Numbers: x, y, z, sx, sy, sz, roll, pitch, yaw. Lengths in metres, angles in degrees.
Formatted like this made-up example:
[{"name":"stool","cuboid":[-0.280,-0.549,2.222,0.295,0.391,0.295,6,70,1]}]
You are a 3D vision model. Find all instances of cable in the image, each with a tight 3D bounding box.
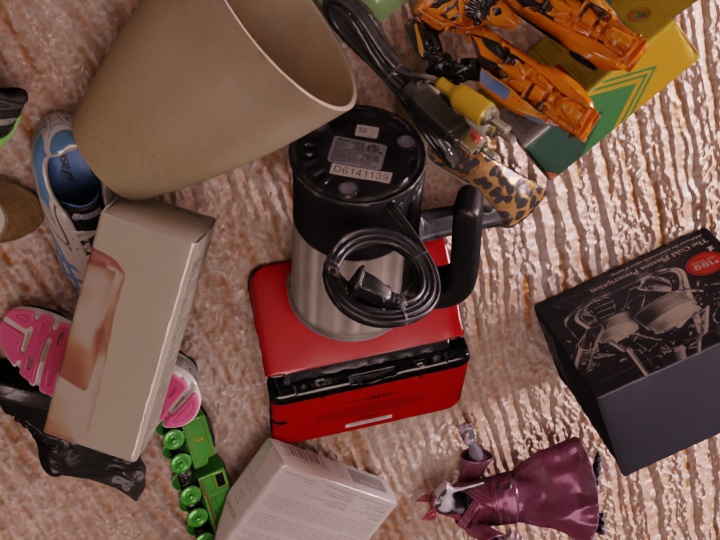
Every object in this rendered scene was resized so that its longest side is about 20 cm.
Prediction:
[{"name":"cable","cuboid":[0.048,-0.163,1.233,0.050,0.097,0.200,-40,79,-16]}]

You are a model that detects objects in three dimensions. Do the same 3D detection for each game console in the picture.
[{"name":"game console","cuboid":[-0.003,0.071,1.426,0.199,0.119,0.173,-11,151,-8]}]

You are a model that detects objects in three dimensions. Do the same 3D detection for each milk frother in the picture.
[{"name":"milk frother","cuboid":[0.000,0.000,1.240,0.180,0.200,0.189,24,143,17]}]

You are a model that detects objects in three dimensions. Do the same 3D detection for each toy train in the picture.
[{"name":"toy train","cuboid":[-0.158,0.220,1.454,0.056,0.042,0.201,-21,122,-15]}]

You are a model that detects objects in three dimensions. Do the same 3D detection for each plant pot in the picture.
[{"name":"plant pot","cuboid":[-0.138,-0.152,1.193,0.200,0.188,0.187,-35,122,22]}]

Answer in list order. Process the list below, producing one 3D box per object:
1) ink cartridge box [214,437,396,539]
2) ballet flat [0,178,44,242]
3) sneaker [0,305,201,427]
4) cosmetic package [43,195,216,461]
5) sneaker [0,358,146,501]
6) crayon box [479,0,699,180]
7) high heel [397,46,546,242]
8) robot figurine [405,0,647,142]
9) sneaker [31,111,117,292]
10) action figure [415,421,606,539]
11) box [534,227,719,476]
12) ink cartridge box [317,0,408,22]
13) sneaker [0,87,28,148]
[{"name":"ink cartridge box","cuboid":[-0.081,0.279,1.487,0.160,0.050,0.200,25,112,-36]},{"name":"ballet flat","cuboid":[-0.366,-0.058,1.227,0.199,0.072,0.068,21,111,-24]},{"name":"sneaker","cuboid":[-0.235,0.082,1.340,0.199,0.087,0.074,20,106,1]},{"name":"cosmetic package","cuboid":[-0.196,0.045,1.229,0.087,0.103,0.201,18,103,0]},{"name":"sneaker","cuboid":[-0.290,0.152,1.368,0.199,0.060,0.105,13,109,-25]},{"name":"crayon box","cuboid":[0.212,-0.183,1.283,0.200,0.127,0.051,-40,121,9]},{"name":"high heel","cuboid":[0.108,-0.129,1.329,0.142,0.071,0.201,-13,119,-21]},{"name":"robot figurine","cuboid":[0.133,-0.205,1.217,0.199,0.058,0.145,35,93,15]},{"name":"sneaker","cuboid":[-0.241,-0.041,1.271,0.071,0.073,0.201,-18,122,-7]},{"name":"action figure","cuboid":[0.157,0.235,1.532,0.198,0.135,0.149,-6,163,2]},{"name":"box","cuboid":[0.301,0.075,1.414,0.199,0.182,0.105,-25,121,-1]},{"name":"ink cartridge box","cuboid":[-0.005,-0.300,1.210,0.145,0.048,0.200,-37,118,6]},{"name":"sneaker","cuboid":[-0.352,-0.184,1.173,0.084,0.077,0.200,-48,123,-7]}]
